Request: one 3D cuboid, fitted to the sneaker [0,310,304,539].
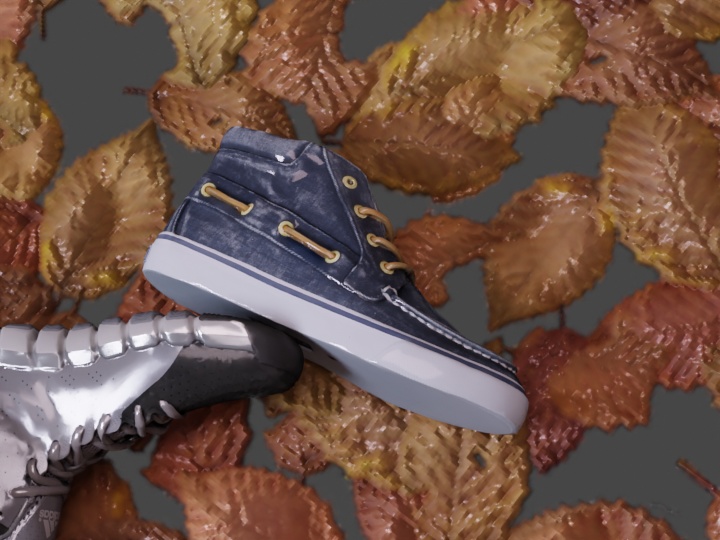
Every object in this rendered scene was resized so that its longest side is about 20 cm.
[{"bbox_3d":[-0.122,0.084,0.801,0.199,0.075,0.116,-3,71,15],"label":"sneaker"}]

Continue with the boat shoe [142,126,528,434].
[{"bbox_3d":[0.000,0.000,0.817,0.199,0.071,0.091,24,75,17],"label":"boat shoe"}]
